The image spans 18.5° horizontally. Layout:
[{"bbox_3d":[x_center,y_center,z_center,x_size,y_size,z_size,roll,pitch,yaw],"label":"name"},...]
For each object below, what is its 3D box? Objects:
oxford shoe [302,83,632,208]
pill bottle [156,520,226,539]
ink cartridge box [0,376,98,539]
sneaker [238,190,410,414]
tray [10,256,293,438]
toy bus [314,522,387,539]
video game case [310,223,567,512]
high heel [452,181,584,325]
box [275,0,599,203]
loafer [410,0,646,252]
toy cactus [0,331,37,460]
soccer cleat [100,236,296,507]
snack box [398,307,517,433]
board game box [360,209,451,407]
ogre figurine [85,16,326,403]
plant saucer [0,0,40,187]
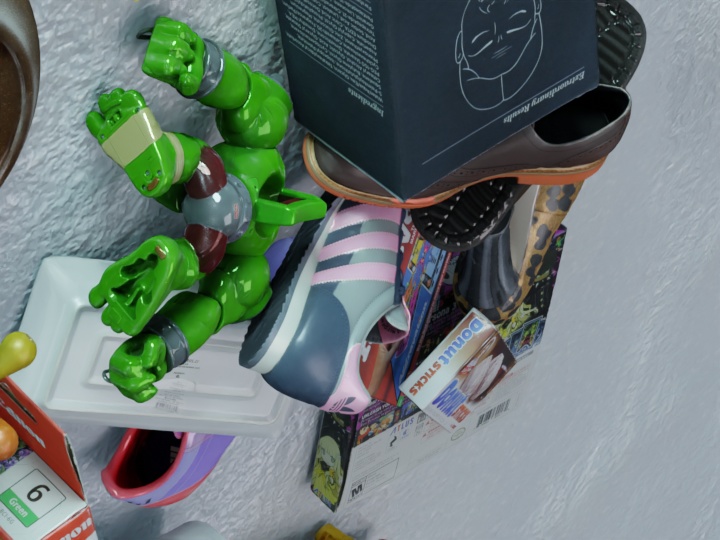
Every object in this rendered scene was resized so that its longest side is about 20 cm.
[{"bbox_3d":[0.064,-0.085,1.291,0.199,0.071,0.073,-10,162,-22],"label":"oxford shoe"},{"bbox_3d":[-0.165,0.247,1.414,0.200,0.120,0.120,-30,145,-32],"label":"pill bottle"},{"bbox_3d":[-0.199,0.132,1.247,0.050,0.109,0.200,-36,147,-23],"label":"ink cartridge box"},{"bbox_3d":[0.000,0.000,1.312,0.070,0.082,0.200,-39,-161,56],"label":"sneaker"},{"bbox_3d":[-0.110,0.052,1.298,0.199,0.022,0.108,7,115,-35],"label":"tray"},{"bbox_3d":[-0.030,0.291,1.661,0.192,0.135,0.200,-37,154,-53],"label":"toy bus"},{"bbox_3d":[0.056,0.065,1.592,0.200,0.036,0.182,-27,143,-35],"label":"video game case"},{"bbox_3d":[0.123,-0.059,1.513,0.200,0.071,0.143,-54,161,-26],"label":"high heel"},{"bbox_3d":[0.039,-0.167,1.198,0.148,0.107,0.200,-31,137,-24],"label":"box"},{"bbox_3d":[0.099,-0.096,1.390,0.200,0.073,0.071,-47,180,-7],"label":"loafer"},{"bbox_3d":[-0.261,0.074,1.118,0.165,0.103,0.200,0,147,-34],"label":"toy cactus"},{"bbox_3d":[-0.088,0.066,1.366,0.200,0.067,0.076,-54,162,15],"label":"soccer cleat"},{"bbox_3d":[0.068,0.070,1.492,0.072,0.024,0.200,-46,168,-1],"label":"snack box"},{"bbox_3d":[0.028,-0.017,1.413,0.103,0.019,0.201,23,84,-59],"label":"board game box"},{"bbox_3d":[-0.087,-0.034,1.217,0.120,0.098,0.201,-8,90,-54],"label":"ogre figurine"},{"bbox_3d":[-0.229,-0.065,1.065,0.200,0.032,0.201,-35,148,-26],"label":"plant saucer"}]
